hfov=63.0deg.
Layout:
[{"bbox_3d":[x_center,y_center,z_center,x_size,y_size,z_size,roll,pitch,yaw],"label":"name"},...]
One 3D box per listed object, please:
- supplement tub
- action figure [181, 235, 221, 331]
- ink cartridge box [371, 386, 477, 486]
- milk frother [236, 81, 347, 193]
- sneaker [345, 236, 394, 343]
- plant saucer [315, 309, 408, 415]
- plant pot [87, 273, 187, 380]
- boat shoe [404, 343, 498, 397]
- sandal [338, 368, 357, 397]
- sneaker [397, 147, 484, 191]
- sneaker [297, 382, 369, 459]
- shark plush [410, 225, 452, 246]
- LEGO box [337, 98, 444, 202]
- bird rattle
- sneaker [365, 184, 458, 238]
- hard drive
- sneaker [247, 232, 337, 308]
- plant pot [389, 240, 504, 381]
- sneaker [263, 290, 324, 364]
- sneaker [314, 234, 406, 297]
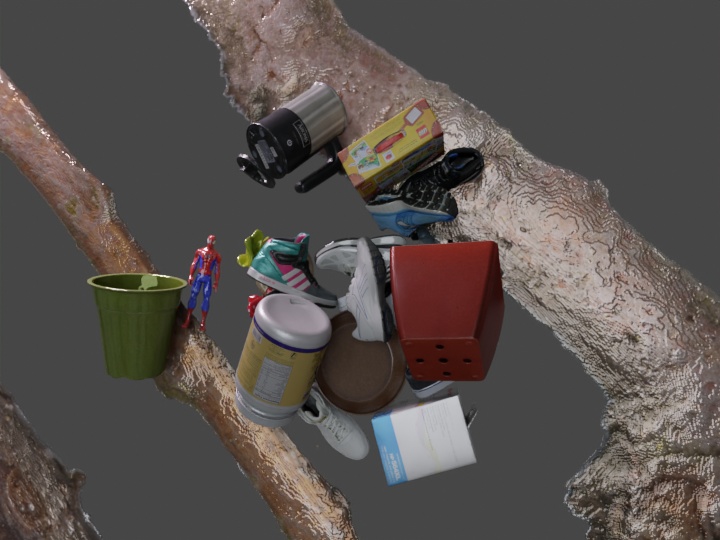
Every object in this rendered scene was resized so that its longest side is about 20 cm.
[{"bbox_3d":[-0.144,0.163,1.063,0.143,0.145,0.204,26,113,11],"label":"supplement tub"},{"bbox_3d":[-0.339,0.025,1.269,0.063,0.052,0.206,10,84,-11],"label":"action figure"},{"bbox_3d":[0.135,0.309,1.123,0.195,0.128,0.129,-16,84,8],"label":"ink cartridge box"},{"bbox_3d":[-0.150,-0.272,1.231,0.197,0.184,0.187,22,50,38],"label":"milk frother"},{"bbox_3d":[0.008,0.038,1.119,0.085,0.074,0.207,-9,82,23],"label":"sneaker"},{"bbox_3d":[-0.002,0.178,1.152,0.194,0.037,0.207,3,76,-14],"label":"plant saucer"},{"bbox_3d":[-0.468,0.118,1.230,0.194,0.200,0.196,7,98,10],"label":"plant pot"},{"bbox_3d":[0.176,0.166,1.144,0.197,0.072,0.069,-31,115,2],"label":"boat shoe"},{"bbox_3d":[-0.050,0.173,1.204,0.056,0.080,0.204,-26,83,-19],"label":"sandal"},{"bbox_3d":[0.152,-0.192,1.175,0.196,0.112,0.075,-26,80,6],"label":"sneaker"},{"bbox_3d":[-0.065,0.304,1.166,0.200,0.116,0.074,44,91,9],"label":"sneaker"},{"bbox_3d":[0.162,-0.030,1.202,0.082,0.092,0.201,-29,59,-13],"label":"shark plush"},{"bbox_3d":[0.066,-0.234,1.175,0.197,0.149,0.078,-31,80,6],"label":"LEGO box"},{"bbox_3d":[-0.173,0.013,1.223,0.159,0.113,0.205,-17,85,-9],"label":"bird rattle"},{"bbox_3d":[0.108,-0.113,1.168,0.196,0.092,0.079,6,42,36],"label":"sneaker"},{"bbox_3d":[0.043,0.130,1.208,0.129,0.027,0.205,-23,82,7],"label":"hard drive"},{"bbox_3d":[-0.116,-0.010,1.175,0.196,0.083,0.123,24,92,-24],"label":"sneaker"},{"bbox_3d":[0.154,0.087,1.055,0.194,0.202,0.180,-2,50,17],"label":"plant pot"},{"bbox_3d":[-0.128,0.121,1.177,0.066,0.091,0.202,-29,112,16],"label":"sneaker"},{"bbox_3d":[0.000,0.000,1.184,0.194,0.076,0.118,-8,63,11],"label":"sneaker"}]
